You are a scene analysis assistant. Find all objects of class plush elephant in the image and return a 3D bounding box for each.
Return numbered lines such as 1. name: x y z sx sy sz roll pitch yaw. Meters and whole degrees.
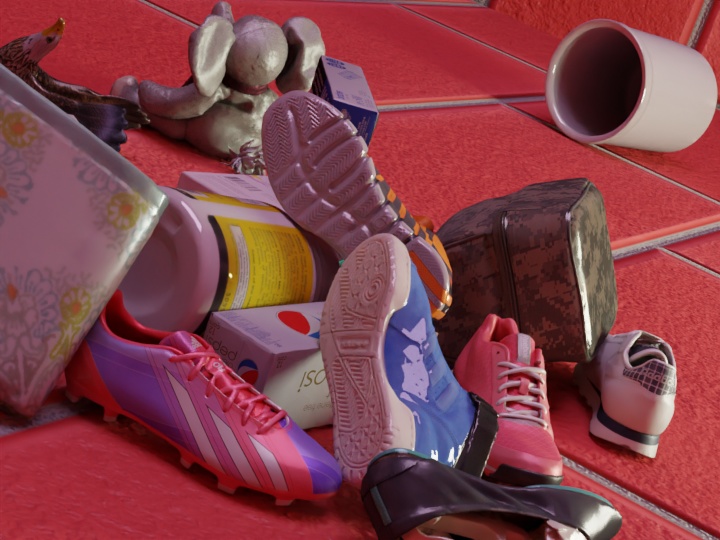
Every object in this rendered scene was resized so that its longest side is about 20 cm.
1. plush elephant: -0.130 -0.196 1.961 0.164 0.156 0.200 6 21 -40

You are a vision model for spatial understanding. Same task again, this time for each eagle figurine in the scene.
1. eagle figurine: -0.299 -0.165 1.771 0.200 0.151 0.152 47 57 -10

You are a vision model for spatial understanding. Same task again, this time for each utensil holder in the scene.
1. utensil holder: 0.382 -0.254 2.758 0.170 0.171 0.199 32 18 36

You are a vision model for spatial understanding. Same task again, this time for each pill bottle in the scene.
1. pill bottle: -0.102 0.003 1.413 0.114 0.115 0.200 29 11 28

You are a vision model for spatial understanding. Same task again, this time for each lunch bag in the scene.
1. lunch bag: 0.119 0.007 1.642 0.167 0.140 0.200 -5 11 15

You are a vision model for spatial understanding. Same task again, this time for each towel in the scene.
1. towel: -0.238 -0.034 1.211 0.200 0.172 0.048 37 -17 -17

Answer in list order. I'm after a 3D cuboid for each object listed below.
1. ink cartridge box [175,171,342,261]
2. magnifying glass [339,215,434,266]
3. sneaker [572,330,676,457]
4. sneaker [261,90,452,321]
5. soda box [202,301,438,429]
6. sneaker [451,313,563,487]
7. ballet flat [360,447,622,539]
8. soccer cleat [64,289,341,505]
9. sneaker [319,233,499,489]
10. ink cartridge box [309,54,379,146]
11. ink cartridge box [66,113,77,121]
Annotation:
1. ink cartridge box: -0.056 -0.030 1.671 0.115 0.068 0.199 31 19 36
2. magnifying glass: 0.000 0.000 1.605 0.079 0.023 0.200 2 25 34
3. sneaker: 0.227 0.084 1.626 0.076 0.081 0.200 16 15 -7
4. sneaker: -0.002 -0.042 1.473 0.201 0.077 0.112 57 5 5
5. soda box: -0.032 0.066 1.390 0.063 0.068 0.199 30 19 31
6. sneaker: 0.105 0.092 1.439 0.073 0.087 0.200 14 17 -16
7. ballet flat: 0.087 0.166 1.232 0.199 0.073 0.073 18 15 -31
8. soccer cleat: -0.097 0.081 1.244 0.199 0.077 0.067 25 17 16
9. sneaker: 0.037 0.075 1.317 0.111 0.077 0.201 32 37 -34
10. ink cartridge box: -0.024 -0.121 1.718 0.044 0.095 0.200 16 14 -9
11. ink cartridge box: -0.286 -0.043 1.296 0.199 0.145 0.084 10 20 -31
